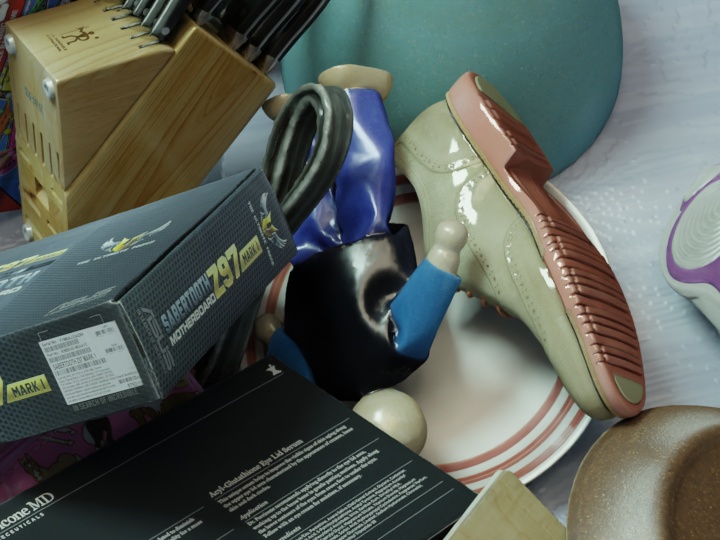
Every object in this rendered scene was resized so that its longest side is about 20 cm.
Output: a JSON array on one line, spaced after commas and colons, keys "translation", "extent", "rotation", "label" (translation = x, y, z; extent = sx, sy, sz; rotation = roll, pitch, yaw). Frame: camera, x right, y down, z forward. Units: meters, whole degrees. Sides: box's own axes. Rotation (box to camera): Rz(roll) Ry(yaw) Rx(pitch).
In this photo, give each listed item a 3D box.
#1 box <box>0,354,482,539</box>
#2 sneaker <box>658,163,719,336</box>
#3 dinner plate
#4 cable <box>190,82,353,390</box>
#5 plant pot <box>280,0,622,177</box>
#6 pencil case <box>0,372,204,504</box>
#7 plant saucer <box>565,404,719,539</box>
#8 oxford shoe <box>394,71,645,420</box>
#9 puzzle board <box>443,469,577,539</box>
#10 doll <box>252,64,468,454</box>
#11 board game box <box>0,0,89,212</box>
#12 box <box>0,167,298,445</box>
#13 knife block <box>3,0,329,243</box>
[{"translation": [-0.063, 0.135, 0.814], "extent": [0.141, 0.079, 0.199], "rotation": [34, 42, 29], "label": "box"}, {"translation": [0.215, 0.024, 0.941], "extent": [0.075, 0.100, 0.201], "rotation": [-35, 38, 18], "label": "sneaker"}, {"translation": [0.035, 0.030, 0.946], "extent": [0.198, 0.024, 0.202], "rotation": [-3, 67, 8], "label": "dinner plate"}, {"translation": [-0.064, -0.008, 0.901], "extent": [0.050, 0.200, 0.098], "rotation": [8, 55, -26], "label": "cable"}, {"translation": [0.052, -0.158, 1.007], "extent": [0.198, 0.135, 0.202], "rotation": [0, 60, 1], "label": "plant pot"}, {"translation": [-0.159, 0.111, 0.874], "extent": [0.200, 0.086, 0.083], "rotation": [-43, 95, -25], "label": "pencil case"}, {"translation": [0.187, 0.142, 0.833], "extent": [0.199, 0.037, 0.202], "rotation": [17, 50, -21], "label": "plant saucer"}, {"translation": [0.077, -0.002, 0.911], "extent": [0.074, 0.071, 0.201], "rotation": [-36, 58, 19], "label": "oxford shoe"}, {"translation": [0.085, 0.211, 0.804], "extent": [0.200, 0.017, 0.151], "rotation": [46, 66, -8], "label": "puzzle board"}, {"translation": [0.000, 0.000, 0.910], "extent": [0.136, 0.048, 0.202], "rotation": [-21, 68, 34], "label": "doll"}, {"translation": [-0.184, -0.105, 0.927], "extent": [0.102, 0.201, 0.019], "rotation": [-12, 51, -42], "label": "board game box"}, {"translation": [-0.145, 0.026, 0.832], "extent": [0.199, 0.051, 0.158], "rotation": [-16, 16, 27], "label": "box"}, {"translation": [-0.089, -0.095, 0.937], "extent": [0.174, 0.201, 0.064], "rotation": [-19, 43, -25], "label": "knife block"}]
